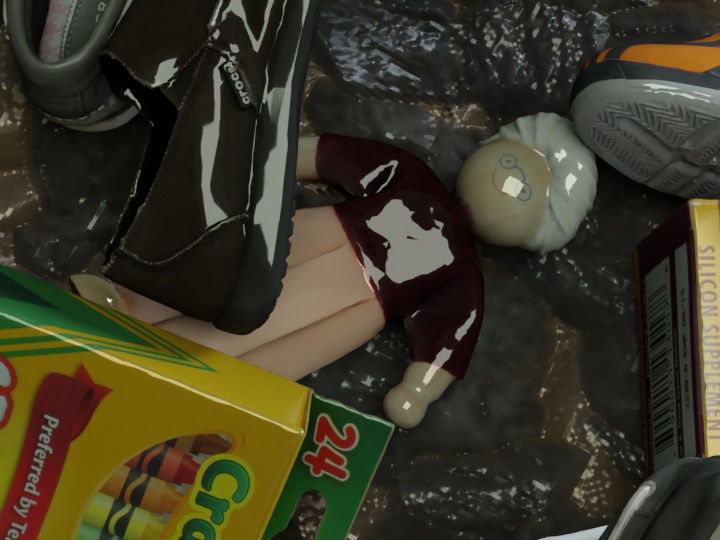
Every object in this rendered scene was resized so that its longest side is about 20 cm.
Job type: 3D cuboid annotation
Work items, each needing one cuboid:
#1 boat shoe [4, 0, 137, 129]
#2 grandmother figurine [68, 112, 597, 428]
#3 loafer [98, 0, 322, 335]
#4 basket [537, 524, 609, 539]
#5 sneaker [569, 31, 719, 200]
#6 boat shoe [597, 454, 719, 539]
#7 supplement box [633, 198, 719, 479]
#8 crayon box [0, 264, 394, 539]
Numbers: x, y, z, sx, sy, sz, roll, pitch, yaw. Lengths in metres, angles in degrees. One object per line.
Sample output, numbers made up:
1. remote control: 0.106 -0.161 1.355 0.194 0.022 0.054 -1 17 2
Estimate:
1. boat shoe: -0.091 -0.153 1.056 0.067 0.057 0.200 5 77 13
2. grandmother figurine: 0.000 0.000 1.054 0.200 0.061 0.121 -26 92 -11
3. loafer: -0.055 -0.080 0.992 0.071 0.073 0.200 7 81 -14
4. basket: 0.134 0.185 0.982 0.200 0.161 0.199 -8 80 -11
5. sneaker: 0.165 -0.086 1.087 0.200 0.078 0.112 8 69 -29
6. boat shoe: 0.071 0.144 0.881 0.200 0.057 0.067 -53 125 -11
7. supplement box: 0.211 0.036 1.064 0.200 0.086 0.111 0 78 -9
8. crayon box: -0.102 0.077 0.996 0.200 0.051 0.127 21 107 -4
